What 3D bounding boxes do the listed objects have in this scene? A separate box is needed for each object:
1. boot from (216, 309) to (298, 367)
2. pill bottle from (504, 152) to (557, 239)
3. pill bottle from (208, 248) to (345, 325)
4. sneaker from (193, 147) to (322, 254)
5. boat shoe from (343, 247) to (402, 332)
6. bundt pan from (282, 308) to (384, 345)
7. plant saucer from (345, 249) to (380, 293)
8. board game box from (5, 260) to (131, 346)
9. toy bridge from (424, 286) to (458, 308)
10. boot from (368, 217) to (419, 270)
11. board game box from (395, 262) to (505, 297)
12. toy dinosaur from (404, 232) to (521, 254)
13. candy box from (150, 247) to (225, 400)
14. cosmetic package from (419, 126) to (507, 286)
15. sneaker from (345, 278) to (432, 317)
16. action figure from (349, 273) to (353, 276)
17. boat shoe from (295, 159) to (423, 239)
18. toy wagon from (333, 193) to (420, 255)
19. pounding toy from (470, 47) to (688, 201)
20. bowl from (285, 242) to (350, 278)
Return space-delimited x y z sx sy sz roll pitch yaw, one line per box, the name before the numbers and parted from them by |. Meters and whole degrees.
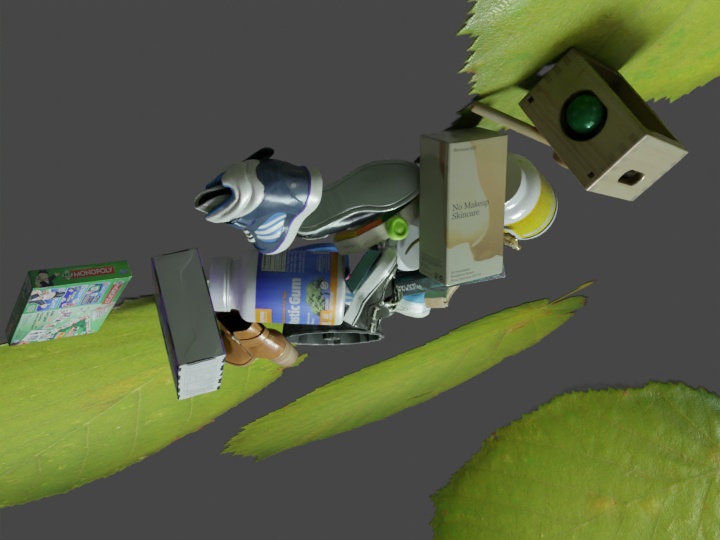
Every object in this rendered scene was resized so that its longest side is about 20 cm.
boot | -0.229 0.124 1.554 0.200 0.077 0.155 10 158 36
pill bottle | 0.235 -0.119 1.311 0.112 0.113 0.200 -27 162 18
pill bottle | -0.124 0.024 1.268 0.199 0.112 0.112 2 160 -4
sneaker | -0.149 -0.081 1.068 0.146 0.081 0.200 0 159 -27
boat shoe | 0.030 0.033 1.238 0.071 0.064 0.200 -59 178 -29
bundt pan | -0.056 0.096 1.616 0.201 0.076 0.202 -2 169 0
plant saucer | 0.000 0.000 1.257 0.070 0.019 0.200 -57 -178 -1
board game box | -0.421 0.049 1.200 0.134 0.029 0.200 -9 159 -36
toy bridge | 0.152 -0.019 1.404 0.067 0.200 0.027 -3 133 17
boot | 0.053 -0.040 1.316 0.095 0.074 0.200 -11 -170 23
board game box | 0.124 -0.013 1.341 0.199 0.028 0.135 -10 -154 8
toy dinosaur | 0.146 -0.059 1.280 0.199 0.058 0.101 -2 -169 -19
candy box | -0.259 0.085 1.257 0.071 0.168 0.200 -13 162 -16
cosmetic package | 0.140 -0.090 1.157 0.105 0.201 0.071 -14 -156 -27
sneaker | 0.023 0.032 1.414 0.199 0.073 0.072 7 -172 3
action figure | 0.035 -0.010 1.482 0.200 0.065 0.099 -32 166 33
boat shoe | -0.009 -0.099 1.172 0.199 0.076 0.060 -16 170 -7
toy wagon | 0.050 -0.085 1.247 0.200 0.040 0.155 -38 -165 -30
pounding toy | 0.287 -0.186 1.102 0.200 0.184 0.142 2 140 -51
bowl | -0.111 0.016 1.439 0.200 0.039 0.201 -19 162 -6
